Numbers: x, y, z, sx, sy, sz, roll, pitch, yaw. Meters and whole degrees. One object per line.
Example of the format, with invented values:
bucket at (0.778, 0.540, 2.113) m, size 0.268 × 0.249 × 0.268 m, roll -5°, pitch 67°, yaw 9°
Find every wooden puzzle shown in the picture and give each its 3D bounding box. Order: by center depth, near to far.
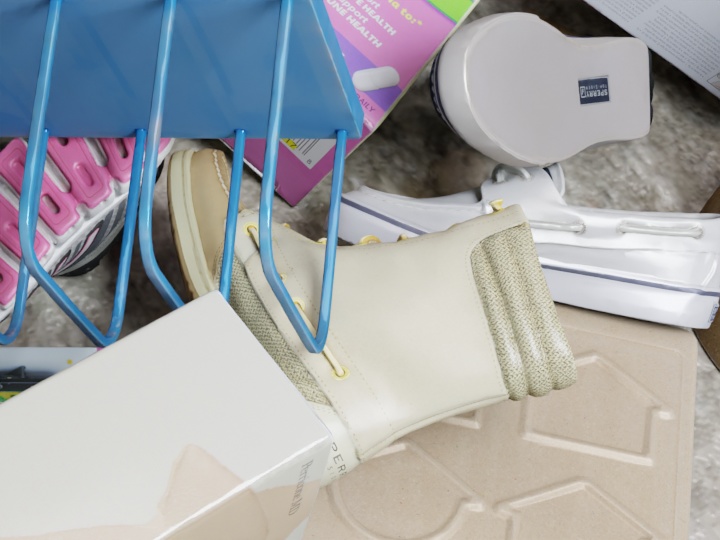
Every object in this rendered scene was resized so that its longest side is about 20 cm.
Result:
wooden puzzle at (0.060, 0.089, 0.864) m, size 0.184 × 0.046 × 0.201 m, roll 12°, pitch 47°, yaw -1°

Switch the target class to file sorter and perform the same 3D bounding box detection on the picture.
file sorter at (-0.110, -0.040, 0.756) m, size 0.199 × 0.139 × 0.123 m, roll 1°, pitch 70°, yaw 10°

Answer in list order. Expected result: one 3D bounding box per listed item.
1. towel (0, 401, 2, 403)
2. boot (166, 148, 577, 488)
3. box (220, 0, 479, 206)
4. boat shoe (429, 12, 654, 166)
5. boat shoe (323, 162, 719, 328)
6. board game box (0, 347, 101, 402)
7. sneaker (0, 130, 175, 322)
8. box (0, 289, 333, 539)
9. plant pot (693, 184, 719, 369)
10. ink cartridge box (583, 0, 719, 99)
towel at (-0.111, 0.139, 0.719) m, size 0.199 × 0.035 × 0.133 m, roll 30°, pitch 56°, yaw 10°
boot at (0.000, 0.000, 0.841) m, size 0.155 × 0.073 × 0.200 m, roll -21°, pitch 47°, yaw -2°
box at (-0.029, -0.171, 0.969) m, size 0.176 × 0.097 × 0.200 m, roll 42°, pitch 55°, yaw -6°
boat shoe at (0.067, -0.086, 0.925) m, size 0.092 × 0.075 × 0.200 m, roll -1°, pitch 0°, yaw 33°
boat shoe at (0.084, -0.022, 0.915) m, size 0.199 × 0.072 × 0.066 m, roll 13°, pitch 96°, yaw 3°
board game box at (-0.132, 0.131, 0.781) m, size 0.147 × 0.064 × 0.201 m, roll 0°, pitch 55°, yaw -11°
sneaker at (-0.167, -0.014, 0.883) m, size 0.200 × 0.087 × 0.074 m, roll -41°, pitch 81°, yaw -9°
box at (-0.115, 0.099, 0.669) m, size 0.200 × 0.095 × 0.078 m, roll -29°, pitch 66°, yaw -26°
plant pot at (0.272, -0.041, 0.903) m, size 0.185 × 0.200 × 0.187 m, roll 5°, pitch 53°, yaw -6°
ink cartridge box at (0.179, -0.202, 1.020) m, size 0.200 × 0.084 × 0.176 m, roll 29°, pitch 43°, yaw -35°
